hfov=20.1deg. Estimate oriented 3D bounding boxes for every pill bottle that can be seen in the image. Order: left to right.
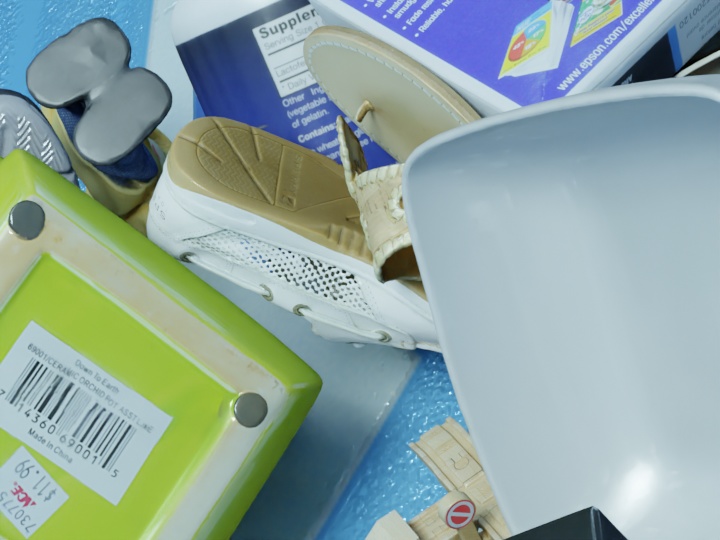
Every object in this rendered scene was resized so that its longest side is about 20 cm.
[{"bbox_3d":[-0.022,-0.097,0.973,0.115,0.201,0.116,-23,7,3],"label":"pill bottle"}]

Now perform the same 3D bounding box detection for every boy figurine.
[{"bbox_3d":[-0.128,-0.065,1.104,0.064,0.200,0.124,-40,79,-6],"label":"boy figurine"}]

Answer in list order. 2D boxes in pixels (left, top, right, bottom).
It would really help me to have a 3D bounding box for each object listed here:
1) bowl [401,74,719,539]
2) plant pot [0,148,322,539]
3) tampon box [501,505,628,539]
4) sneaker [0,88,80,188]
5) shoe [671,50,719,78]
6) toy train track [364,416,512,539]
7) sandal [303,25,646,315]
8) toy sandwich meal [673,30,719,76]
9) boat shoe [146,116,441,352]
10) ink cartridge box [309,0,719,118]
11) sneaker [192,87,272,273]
[{"bbox_3d":[0.120,0.025,0.731,0.074,0.201,0.199,-24,10,-35],"label":"bowl"},{"bbox_3d":[-0.143,0.069,0.899,0.200,0.200,0.181,-55,12,-15],"label":"plant pot"},{"bbox_3d":[0.036,0.198,0.711,0.199,0.150,0.127,-23,44,24],"label":"tampon box"},{"bbox_3d":[-0.183,-0.027,1.080,0.077,0.201,0.112,-8,38,-6],"label":"sneaker"},{"bbox_3d":[0.158,-0.055,0.826,0.199,0.053,0.070,-23,63,41],"label":"shoe"},{"bbox_3d":[0.084,0.062,0.850,0.199,0.033,0.115,-33,36,-9],"label":"toy train track"},{"bbox_3d":[0.037,-0.017,0.837,0.211,0.078,0.070,39,69,13],"label":"sandal"},{"bbox_3d":[0.140,-0.087,0.942,0.204,0.070,0.206,-24,43,24],"label":"toy sandwich meal"},{"bbox_3d":[0.000,0.000,0.902,0.071,0.199,0.069,-74,11,-48],"label":"boat shoe"},{"bbox_3d":[0.081,-0.155,0.885,0.198,0.043,0.200,-44,53,-13],"label":"ink cartridge box"},{"bbox_3d":[-0.045,-0.079,1.099,0.078,0.070,0.201,-35,39,19],"label":"sneaker"}]
